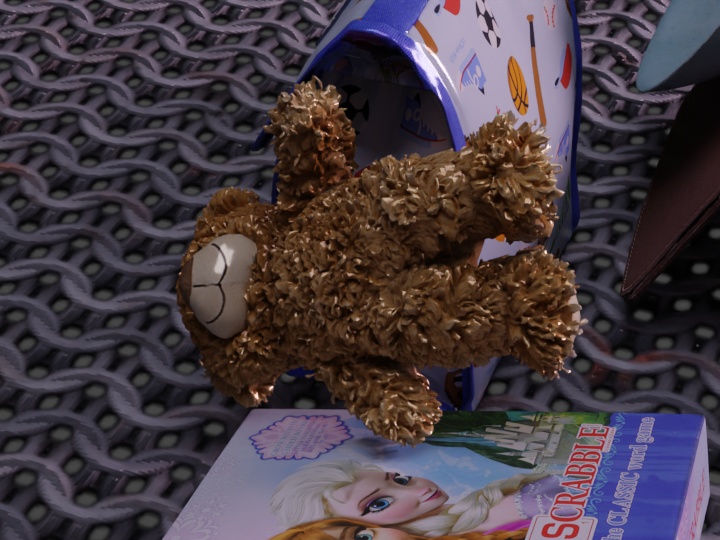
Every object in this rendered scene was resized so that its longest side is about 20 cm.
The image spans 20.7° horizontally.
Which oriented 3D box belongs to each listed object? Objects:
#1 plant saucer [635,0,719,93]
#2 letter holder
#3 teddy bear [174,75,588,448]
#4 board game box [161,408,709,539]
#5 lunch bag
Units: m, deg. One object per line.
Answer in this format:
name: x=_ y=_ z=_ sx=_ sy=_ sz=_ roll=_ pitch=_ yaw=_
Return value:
plant saucer: x=0.210 y=-0.162 z=0.976 sx=0.039 sy=0.201 sz=0.202 roll=34 pitch=42 yaw=-4
letter holder: x=0.216 y=-0.049 z=0.975 sx=0.100 sy=0.142 sz=0.201 roll=36 pitch=38 yaw=-6
teddy bear: x=0.000 y=0.000 z=0.787 sx=0.198 sy=0.147 sz=0.067 roll=11 pitch=23 yaw=31
board game box: x=0.022 y=0.114 z=0.738 sx=0.197 sy=0.042 sz=0.200 roll=-1 pitch=22 yaw=16
lunch bag: x=0.030 y=-0.066 z=0.900 sx=0.123 sy=0.201 sz=0.170 roll=13 pitch=41 yaw=16
